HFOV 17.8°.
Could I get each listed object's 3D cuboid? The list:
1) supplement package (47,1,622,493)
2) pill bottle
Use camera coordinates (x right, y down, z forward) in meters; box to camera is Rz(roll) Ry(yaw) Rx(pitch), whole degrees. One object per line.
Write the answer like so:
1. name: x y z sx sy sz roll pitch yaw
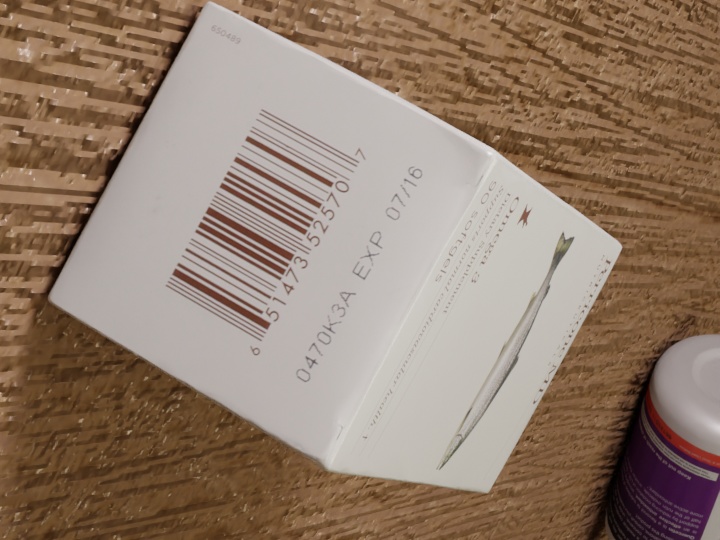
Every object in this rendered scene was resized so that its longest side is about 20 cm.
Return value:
1. supplement package: 0.000 0.000 0.818 0.117 0.117 0.200 -62 161 2
2. pill bottle: 0.239 0.149 1.619 0.112 0.112 0.200 -40 153 -45
